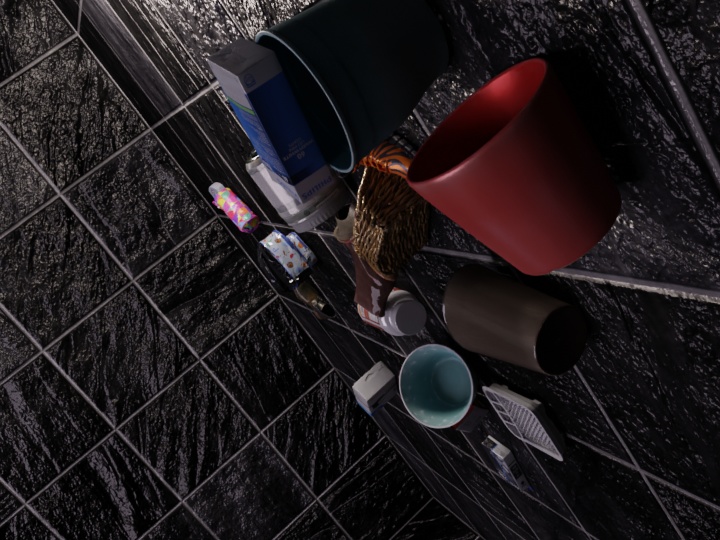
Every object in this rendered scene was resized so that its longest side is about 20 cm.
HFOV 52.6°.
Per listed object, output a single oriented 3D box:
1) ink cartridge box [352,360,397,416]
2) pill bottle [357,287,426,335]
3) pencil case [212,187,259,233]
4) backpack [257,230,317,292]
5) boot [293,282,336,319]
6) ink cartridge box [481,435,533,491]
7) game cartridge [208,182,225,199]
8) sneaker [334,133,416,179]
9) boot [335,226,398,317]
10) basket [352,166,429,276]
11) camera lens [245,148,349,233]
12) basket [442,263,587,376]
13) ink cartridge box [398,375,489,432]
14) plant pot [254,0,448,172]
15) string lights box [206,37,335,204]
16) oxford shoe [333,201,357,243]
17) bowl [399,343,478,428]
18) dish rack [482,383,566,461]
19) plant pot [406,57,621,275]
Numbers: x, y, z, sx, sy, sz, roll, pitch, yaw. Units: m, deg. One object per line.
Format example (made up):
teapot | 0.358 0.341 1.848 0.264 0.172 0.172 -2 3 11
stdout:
ink cartridge box | 0.057 0.443 2.715 0.084 0.145 0.200 43 165 24
pill bottle | 0.080 0.099 1.797 0.112 0.112 0.200 55 165 -20
pencil case | -0.466 -0.224 2.736 0.200 0.088 0.088 42 164 27
backpack | -0.243 -0.042 2.371 0.190 0.154 0.200 44 159 -5
boot | -0.166 0.107 2.724 0.200 0.075 0.097 48 156 -25
ink cartridge box | 0.427 0.571 2.113 0.099 0.039 0.200 28 155 56
game cartridge | -0.555 -0.293 2.938 0.133 0.042 0.200 49 167 -14
sneaker | 0.018 -0.184 1.235 0.200 0.112 0.078 43 165 28
boot | 0.000 0.000 1.719 0.200 0.072 0.167 33 122 33
basket | 0.031 -0.098 1.361 0.149 0.143 0.200 44 165 20
camera lens | -0.137 -0.203 1.579 0.200 0.160 0.160 54 166 -17
basket | 0.253 0.086 1.183 0.180 0.136 0.200 53 163 -28
ink cartridge box | 0.217 0.321 1.899 0.200 0.084 0.176 42 -174 28
plant pot | 0.000 -0.260 0.923 0.200 0.188 0.200 49 167 15
string lights box | -0.115 -0.193 0.953 0.103 0.059 0.200 39 161 48
oxford shoe | -0.024 -0.114 1.598 0.075 0.071 0.200 28 158 -15
bowl | 0.204 0.274 1.768 0.201 0.201 0.105 43 -158 26
dish rack | 0.372 0.328 1.628 0.172 0.044 0.200 56 165 -20
plant pot | 0.180 -0.103 0.813 0.177 0.200 0.200 45 168 -17
